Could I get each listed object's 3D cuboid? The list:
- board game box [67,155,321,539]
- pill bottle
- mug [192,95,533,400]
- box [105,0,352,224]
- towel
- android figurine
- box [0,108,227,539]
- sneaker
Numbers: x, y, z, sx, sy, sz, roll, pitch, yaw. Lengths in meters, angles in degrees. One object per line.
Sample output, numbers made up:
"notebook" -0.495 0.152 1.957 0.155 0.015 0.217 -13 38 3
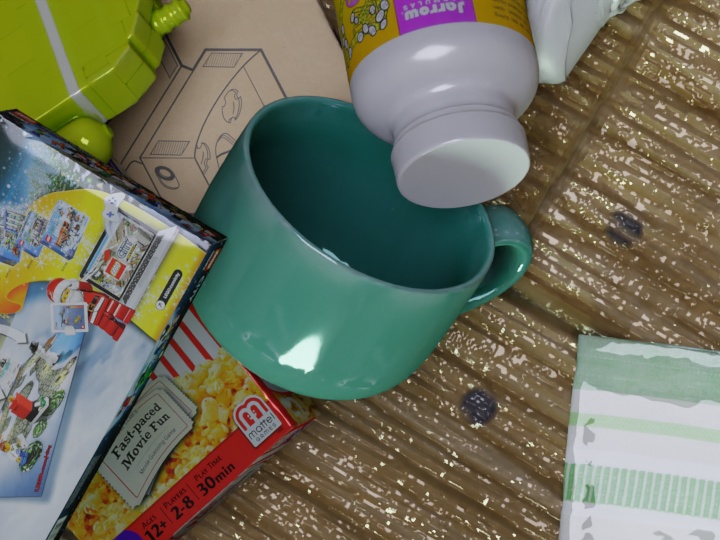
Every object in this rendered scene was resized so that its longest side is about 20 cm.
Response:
"board game box" -0.142 0.054 1.679 0.151 0.046 0.200 -43 81 21
"pill bottle" 0.039 -0.138 1.617 0.104 0.104 0.200 -15 62 8
"mug" -0.006 0.004 1.620 0.185 0.152 0.114 28 125 -9
"box" -0.098 -0.084 1.708 0.200 0.021 0.164 -28 84 6
"towel" 0.186 0.143 1.655 0.152 0.023 0.200 6 89 10
"android figurine" -0.187 -0.113 1.669 0.200 0.041 0.182 -33 45 7
"box" -0.178 0.034 1.567 0.137 0.038 0.200 32 101 8
"sneaker" 0.159 -0.186 1.649 0.099 0.078 0.200 27 93 5
